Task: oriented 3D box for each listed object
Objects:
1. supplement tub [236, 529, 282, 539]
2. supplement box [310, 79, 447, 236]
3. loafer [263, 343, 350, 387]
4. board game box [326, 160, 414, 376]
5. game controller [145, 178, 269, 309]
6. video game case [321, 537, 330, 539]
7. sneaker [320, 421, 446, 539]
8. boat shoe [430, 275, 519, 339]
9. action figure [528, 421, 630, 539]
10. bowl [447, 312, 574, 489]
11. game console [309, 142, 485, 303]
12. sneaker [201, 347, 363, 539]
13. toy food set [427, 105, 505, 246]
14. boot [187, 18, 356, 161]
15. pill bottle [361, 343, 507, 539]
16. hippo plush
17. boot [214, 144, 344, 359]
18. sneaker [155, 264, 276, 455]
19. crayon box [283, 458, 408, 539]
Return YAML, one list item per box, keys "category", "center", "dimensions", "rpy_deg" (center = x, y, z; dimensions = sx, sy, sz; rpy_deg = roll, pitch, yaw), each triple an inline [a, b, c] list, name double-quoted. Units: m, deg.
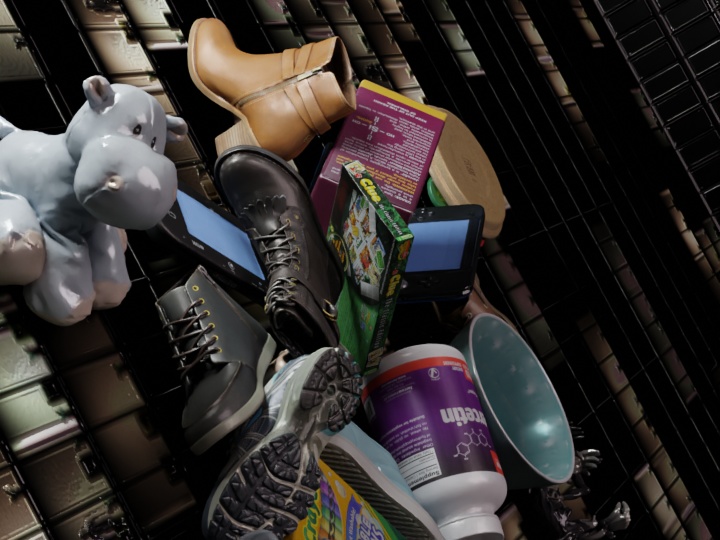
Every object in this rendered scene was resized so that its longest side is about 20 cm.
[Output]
- category: "supplement tub"
  center: [-0.031, 0.288, 1.364]
  dimensions: [0.200, 0.107, 0.107]
  rpy_deg: [45, 28, -30]
- category: "supplement box"
  center: [0.007, -0.082, 1.774]
  dimensions: [0.103, 0.131, 0.200]
  rpy_deg: [22, 36, -2]
- category: "loafer"
  center: [-0.045, 0.094, 1.595]
  dimensions: [0.072, 0.063, 0.200]
  rpy_deg: [45, 22, 9]
- category: "board game box"
  center: [0.000, 0.000, 1.634]
  dimensions: [0.023, 0.200, 0.105]
  rpy_deg: [-21, 57, -27]
- category: "game controller"
  center: [-0.135, -0.029, 1.577]
  dimensions: [0.200, 0.042, 0.104]
  rpy_deg: [33, 16, -46]
- category: "video game case"
  center: [-0.014, 0.331, 1.301]
  dimensions: [0.200, 0.025, 0.181]
  rpy_deg: [46, 72, -30]
- category: "sneaker"
  center: [0.025, 0.209, 1.607]
  dimensions: [0.200, 0.074, 0.082]
  rpy_deg: [54, 27, -18]
- category: "boat shoe"
  center: [0.120, 0.056, 1.994]
  dimensions: [0.200, 0.072, 0.068]
  rpy_deg: [57, 26, 17]
- category: "action figure"
  center: [0.245, 0.255, 1.970]
  dimensions: [0.200, 0.102, 0.119]
  rpy_deg: [-81, 147, -58]
- category: "bowl"
  center: [0.132, 0.156, 1.846]
  dimensions: [0.201, 0.105, 0.201]
  rpy_deg: [46, 27, -32]
- category: "game console"
  center: [0.040, -0.059, 1.901]
  dimensions: [0.200, 0.171, 0.118]
  rpy_deg: [-75, 157, -58]
- category: "sneaker"
  center: [-0.074, 0.153, 1.440]
  dimensions: [0.078, 0.086, 0.200]
  rpy_deg: [49, 58, -23]
- category: "toy food set"
  center: [0.121, -0.121, 2.212]
  dimensions: [0.198, 0.049, 0.200]
  rpy_deg: [63, 23, 6]
- category: "boot"
  center: [-0.086, -0.201, 1.746]
  dimensions: [0.074, 0.155, 0.200]
  rpy_deg: [20, 46, -56]
- category: "pill bottle"
  center: [0.075, 0.180, 1.694]
  dimensions: [0.112, 0.112, 0.200]
  rpy_deg: [24, 42, -54]
- category: "hippo plush"
  center: [-0.202, -0.068, 1.352]
  dimensions: [0.159, 0.161, 0.200]
  rpy_deg: [32, 36, -48]
- category: "boot"
  center: [-0.066, -0.006, 1.544]
  dimensions: [0.200, 0.069, 0.174]
  rpy_deg: [54, 16, -21]
- category: "sneaker"
  center: [-0.137, 0.074, 1.449]
  dimensions: [0.106, 0.075, 0.200]
  rpy_deg: [50, 16, -14]
- category: "crayon box"
  center: [-0.033, 0.237, 1.486]
  dimensions: [0.200, 0.052, 0.126]
  rpy_deg: [45, 28, -31]
